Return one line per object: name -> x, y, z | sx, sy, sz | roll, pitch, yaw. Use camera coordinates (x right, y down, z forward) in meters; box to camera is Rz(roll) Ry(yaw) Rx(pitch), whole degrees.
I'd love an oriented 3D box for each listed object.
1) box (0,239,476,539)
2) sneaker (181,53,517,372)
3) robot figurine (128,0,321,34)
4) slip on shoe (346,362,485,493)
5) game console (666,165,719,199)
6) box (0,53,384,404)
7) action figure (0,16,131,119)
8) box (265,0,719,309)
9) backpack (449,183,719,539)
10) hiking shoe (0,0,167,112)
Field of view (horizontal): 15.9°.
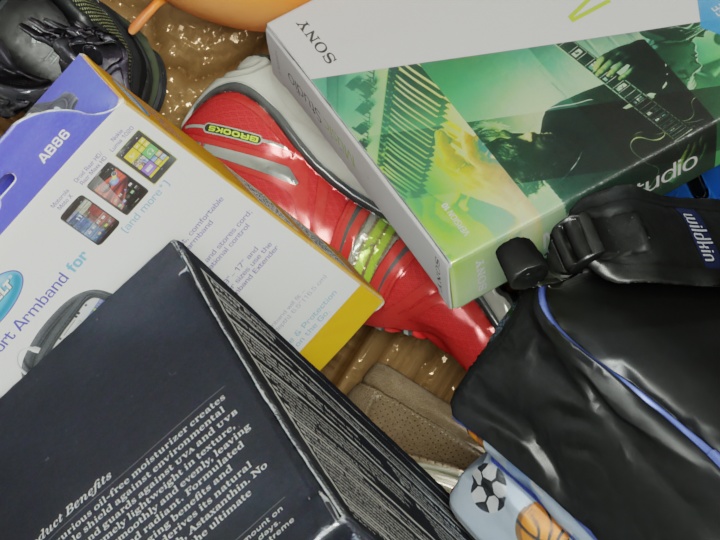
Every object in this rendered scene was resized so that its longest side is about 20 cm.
box -> -0.021, 0.127, 0.917 | 0.123, 0.198, 0.200 | -42, 123, 5
sneaker -> 0.000, 0.000, 1.084 | 0.200, 0.077, 0.085 | 44, 90, 11
robot figurine -> -0.037, -0.186, 1.058 | 0.144, 0.117, 0.200 | 13, 91, -31
slip on shoe -> 0.082, 0.098, 1.087 | 0.200, 0.076, 0.061 | 19, 80, 7
game console -> 0.230, 0.016, 1.103 | 0.171, 0.118, 0.200 | -31, 90, 33
box -> -0.091, 0.004, 0.971 | 0.119, 0.200, 0.041 | -47, 46, 4
action figure -> -0.153, -0.009, 1.014 | 0.102, 0.119, 0.200 | 42, 126, 34
box -> 0.083, -0.086, 1.009 | 0.200, 0.036, 0.144 | -30, 57, -12
backpack -> 0.143, 0.070, 0.987 | 0.200, 0.190, 0.154 | 47, 127, 15
hiking shoe -> -0.168, -0.126, 1.069 | 0.200, 0.101, 0.076 | 33, 90, 0
